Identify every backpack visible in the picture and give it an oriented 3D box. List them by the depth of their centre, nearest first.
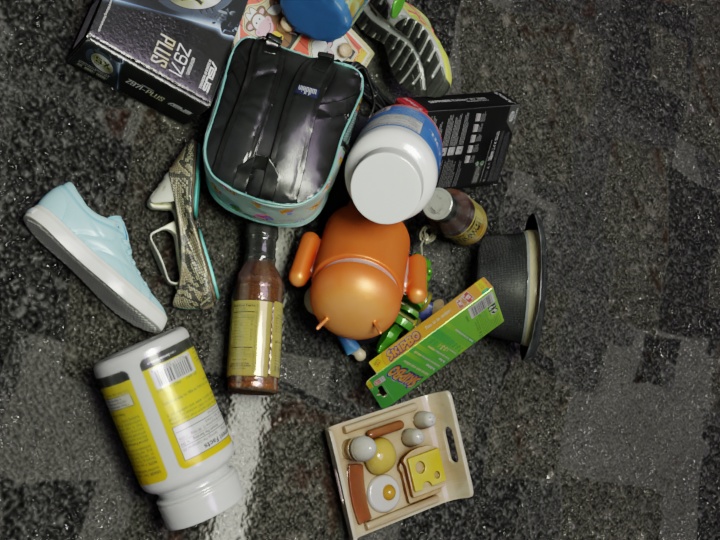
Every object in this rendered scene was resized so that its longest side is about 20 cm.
[{"bbox_3d":[-0.101,-0.154,1.297,0.173,0.154,0.203,17,65,-5],"label":"backpack"}]

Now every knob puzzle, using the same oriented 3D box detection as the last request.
[{"bbox_3d":[-0.086,-0.293,1.417,0.216,0.030,0.224,6,78,-31],"label":"knob puzzle"}]

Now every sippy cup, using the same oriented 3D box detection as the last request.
[{"bbox_3d":[-0.038,-0.372,1.386,0.140,0.176,0.132,48,52,-39],"label":"sippy cup"}]

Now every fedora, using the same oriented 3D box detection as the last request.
[{"bbox_3d":[0.200,0.020,1.487,0.090,0.201,0.204,3,78,0],"label":"fedora"}]

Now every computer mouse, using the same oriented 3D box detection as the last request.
[{"bbox_3d":[-0.014,-0.179,1.416,0.141,0.046,0.202,48,59,-33],"label":"computer mouse"}]

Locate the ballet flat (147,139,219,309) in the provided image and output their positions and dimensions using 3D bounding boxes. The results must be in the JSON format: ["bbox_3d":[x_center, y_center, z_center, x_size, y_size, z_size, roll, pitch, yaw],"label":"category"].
[{"bbox_3d":[-0.215,-0.053,1.279,0.074,0.068,0.204,-7,86,-10],"label":"ballet flat"}]

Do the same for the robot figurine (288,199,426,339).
[{"bbox_3d":[-0.002,0.000,1.321,0.143,0.116,0.202,36,40,-23],"label":"robot figurine"}]

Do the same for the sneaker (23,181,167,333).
[{"bbox_3d":[-0.280,-0.018,1.221,0.200,0.074,0.082,47,64,-17],"label":"sneaker"}]

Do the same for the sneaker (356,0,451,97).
[{"bbox_3d":[0.075,-0.310,1.459,0.089,0.078,0.201,2,48,-45],"label":"sneaker"}]

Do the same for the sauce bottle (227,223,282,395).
[{"bbox_3d":[-0.124,0.046,1.304,0.065,0.066,0.204,12,74,-30],"label":"sauce bottle"}]

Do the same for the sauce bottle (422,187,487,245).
[{"bbox_3d":[0.121,-0.073,1.424,0.200,0.065,0.067,12,70,-71],"label":"sauce bottle"}]

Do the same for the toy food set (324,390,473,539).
[{"bbox_3d":[0.052,0.250,1.389,0.197,0.060,0.146,-13,88,-33],"label":"toy food set"}]

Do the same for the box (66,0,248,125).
[{"bbox_3d":[-0.234,-0.306,1.293,0.162,0.086,0.203,27,68,-26],"label":"box"}]

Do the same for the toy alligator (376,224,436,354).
[{"bbox_3d":[0.069,0.017,1.387,0.059,0.054,0.202,32,64,-19],"label":"toy alligator"}]

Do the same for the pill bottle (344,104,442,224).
[{"bbox_3d":[0.040,-0.124,1.290,0.113,0.111,0.200,53,19,-13],"label":"pill bottle"}]

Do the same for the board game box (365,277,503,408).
[{"bbox_3d":[0.092,0.096,1.380,0.199,0.030,0.096,-38,148,-5],"label":"board game box"}]

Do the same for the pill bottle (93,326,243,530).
[{"bbox_3d":[-0.210,0.176,1.206,0.113,0.114,0.203,-23,94,-33],"label":"pill bottle"}]

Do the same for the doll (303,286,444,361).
[{"bbox_3d":[0.015,0.051,1.409,0.197,0.048,0.139,11,71,-26],"label":"doll"}]

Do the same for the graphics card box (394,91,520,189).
[{"bbox_3d":[0.121,-0.173,1.468,0.198,0.051,0.127,-11,126,-36],"label":"graphics card box"}]
